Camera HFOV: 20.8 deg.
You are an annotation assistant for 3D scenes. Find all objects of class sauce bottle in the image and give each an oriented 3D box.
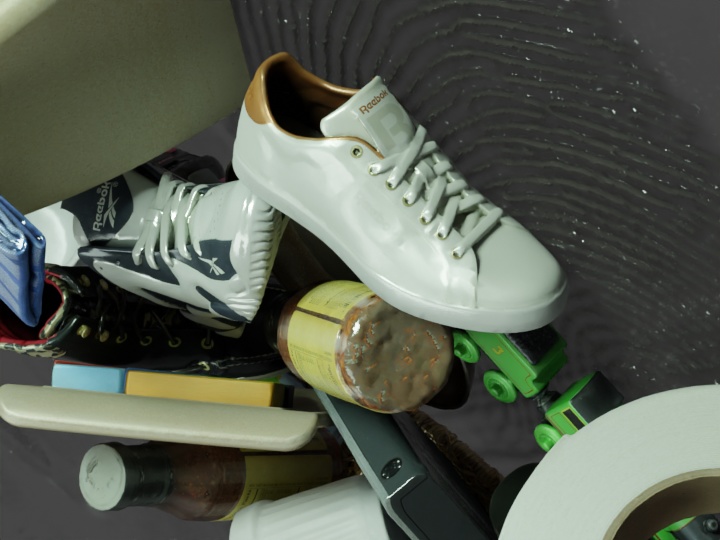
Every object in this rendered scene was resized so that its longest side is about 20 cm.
[{"bbox_3d":[-0.008,0.036,1.094,0.066,0.066,0.200,51,170,-14],"label":"sauce bottle"},{"bbox_3d":[-0.094,0.126,1.246,0.066,0.066,0.200,32,-165,37],"label":"sauce bottle"}]

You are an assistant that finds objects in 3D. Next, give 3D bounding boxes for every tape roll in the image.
[{"bbox_3d":[0.157,0.141,0.855,0.203,0.203,0.037,34,159,32],"label":"tape roll"}]

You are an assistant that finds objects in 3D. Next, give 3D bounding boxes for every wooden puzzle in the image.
[{"bbox_3d":[-0.110,0.076,1.194,0.184,0.037,0.200,5,-179,3],"label":"wooden puzzle"}]

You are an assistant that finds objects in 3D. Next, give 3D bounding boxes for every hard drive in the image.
[{"bbox_3d":[0.036,0.126,1.165,0.140,0.033,0.200,49,-178,-26],"label":"hard drive"}]

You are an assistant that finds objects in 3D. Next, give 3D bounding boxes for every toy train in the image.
[{"bbox_3d":[0.126,0.086,1.064,0.200,0.042,0.056,47,151,-2],"label":"toy train"}]

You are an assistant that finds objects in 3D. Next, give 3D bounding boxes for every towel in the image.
[{"bbox_3d":[-0.244,-0.056,1.042,0.200,0.024,0.147,43,161,4],"label":"towel"}]

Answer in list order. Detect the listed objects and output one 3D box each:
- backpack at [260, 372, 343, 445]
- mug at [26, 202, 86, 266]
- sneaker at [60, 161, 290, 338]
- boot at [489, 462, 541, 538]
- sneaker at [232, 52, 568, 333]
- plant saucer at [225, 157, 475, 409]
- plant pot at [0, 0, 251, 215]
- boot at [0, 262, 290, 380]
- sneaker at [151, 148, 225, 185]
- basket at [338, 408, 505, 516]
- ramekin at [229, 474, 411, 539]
[{"bbox_3d":[-0.099,0.089,1.419,0.199,0.154,0.163,20,160,27],"label":"backpack"},{"bbox_3d":[-0.245,-0.026,1.508,0.199,0.148,0.175,15,169,-2],"label":"mug"},{"bbox_3d":[-0.111,-0.026,1.129,0.129,0.080,0.199,20,170,-4],"label":"sneaker"},{"bbox_3d":[0.159,0.204,1.101,0.174,0.069,0.200,44,-165,-41],"label":"boot"},{"bbox_3d":[0.018,-0.041,0.983,0.200,0.073,0.085,30,139,19],"label":"sneaker"},{"bbox_3d":[0.000,0.000,1.169,0.200,0.032,0.200,41,160,18],"label":"plant saucer"},{"bbox_3d":[-0.201,-0.146,1.081,0.200,0.177,0.200,37,160,25],"label":"plant pot"},{"bbox_3d":[-0.136,0.033,1.275,0.203,0.074,0.154,1,176,24],"label":"boot"},{"bbox_3d":[-0.150,-0.064,1.298,0.200,0.079,0.096,-8,102,62],"label":"sneaker"},{"bbox_3d":[0.047,0.208,1.318,0.200,0.143,0.149,39,161,20],"label":"basket"},{"bbox_3d":[0.010,0.218,1.200,0.203,0.094,0.202,59,-170,-17],"label":"ramekin"}]
